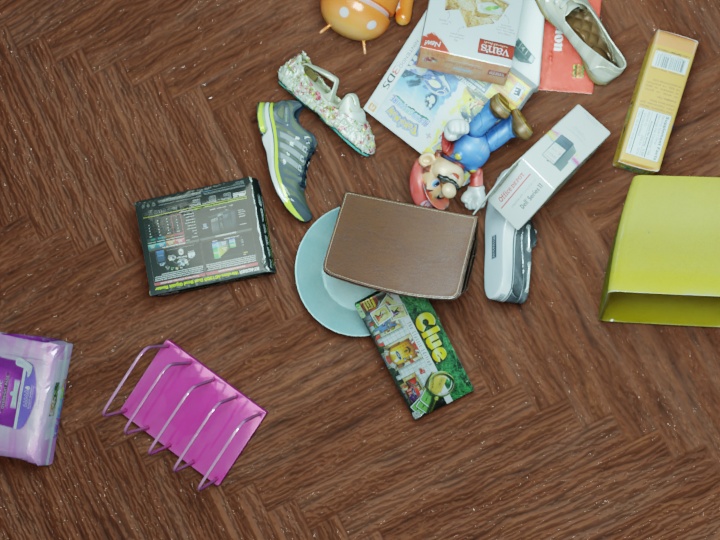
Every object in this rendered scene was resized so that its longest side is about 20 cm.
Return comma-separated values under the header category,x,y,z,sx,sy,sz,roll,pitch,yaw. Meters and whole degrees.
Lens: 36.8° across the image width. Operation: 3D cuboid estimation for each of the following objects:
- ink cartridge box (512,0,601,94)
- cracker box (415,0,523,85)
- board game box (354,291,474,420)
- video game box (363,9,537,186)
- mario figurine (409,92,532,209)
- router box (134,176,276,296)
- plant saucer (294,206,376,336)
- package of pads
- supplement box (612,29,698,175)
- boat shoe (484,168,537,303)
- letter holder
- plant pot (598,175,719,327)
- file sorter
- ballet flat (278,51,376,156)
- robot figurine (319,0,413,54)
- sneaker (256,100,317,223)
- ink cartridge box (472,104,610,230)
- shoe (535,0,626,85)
category,x,y,z,sx,sy,sz,roll,pitch,yaw
ink cartridge box,0.273,-0.371,1.633,0.172,0.044,0.202,5,89,10
cracker box,0.164,-0.377,1.560,0.133,0.058,0.202,12,71,-1
board game box,0.082,0.114,1.629,0.104,0.023,0.201,-28,98,2
video game box,0.131,-0.259,1.624,0.200,0.047,0.183,38,114,9
mario figurine,0.155,-0.153,1.560,0.200,0.106,0.124,-42,89,23
router box,-0.241,-0.051,1.690,0.198,0.062,0.151,-11,85,8
plant saucer,0.000,0.000,1.663,0.199,0.039,0.203,0,87,9
package of pads,-0.536,0.202,1.720,0.119,0.076,0.202,9,89,8
supplement box,0.432,-0.243,1.591,0.068,0.067,0.202,19,91,6
boat shoe,0.231,-0.050,1.618,0.067,0.072,0.202,11,74,-24
letter holder,0.058,-0.012,1.557,0.198,0.101,0.143,11,64,10
plant pot,0.445,-0.029,1.526,0.198,0.200,0.178,3,77,9
file sorter,-0.272,0.221,1.653,0.199,0.125,0.140,35,94,8
ballet flat,-0.044,-0.259,1.659,0.200,0.076,0.064,41,112,7
robot figurine,0.011,-0.436,1.639,0.116,0.144,0.201,23,91,30
sneaker,-0.102,-0.173,1.670,0.080,0.074,0.202,-16,87,5
ink cartridge box,0.257,-0.137,1.541,0.067,0.117,0.200,44,57,6
shoe,0.325,-0.368,1.597,0.070,0.053,0.201,-37,96,-13
